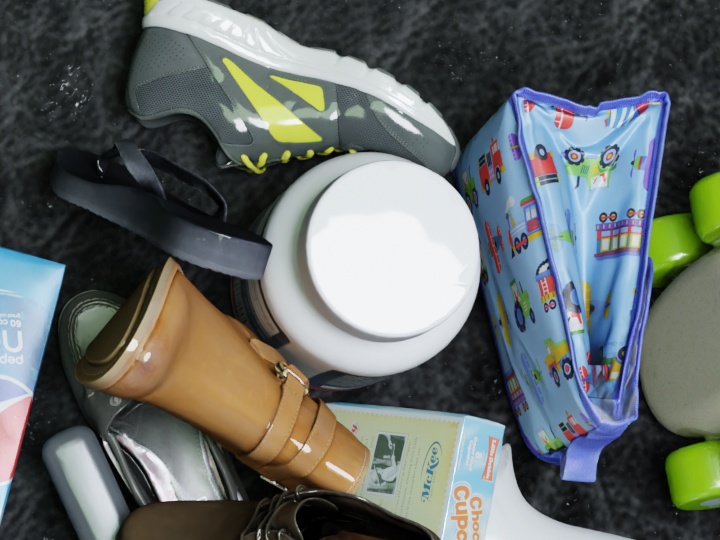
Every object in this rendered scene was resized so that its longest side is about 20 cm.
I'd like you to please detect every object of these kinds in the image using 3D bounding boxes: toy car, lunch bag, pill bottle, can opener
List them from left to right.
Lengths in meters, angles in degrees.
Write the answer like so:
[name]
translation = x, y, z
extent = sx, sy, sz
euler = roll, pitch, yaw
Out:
[can opener]
translation = -0.134, 0.184, 1.383
extent = 0.066, 0.053, 0.201
euler = -20, 87, -11
[pill bottle]
translation = 0.000, 0.000, 1.353
extent = 0.119, 0.200, 0.120
euler = 1, 84, -11
[lunch bag]
translation = 0.112, 0.016, 1.389
extent = 0.093, 0.151, 0.201
euler = 0, 78, -10
[toy car]
translation = 0.272, 0.038, 1.435
extent = 0.199, 0.158, 0.165
euler = -2, 74, -22

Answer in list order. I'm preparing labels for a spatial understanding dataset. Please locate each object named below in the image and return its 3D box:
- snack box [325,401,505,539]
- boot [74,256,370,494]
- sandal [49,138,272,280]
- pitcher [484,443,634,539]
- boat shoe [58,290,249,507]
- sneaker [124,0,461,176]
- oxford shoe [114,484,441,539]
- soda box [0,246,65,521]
[snack box]
translation = 0.011, 0.176, 1.380
extent = 0.037, 0.116, 0.201
euler = 18, 80, -41
[boot]
translation = -0.063, 0.067, 1.305
extent = 0.155, 0.200, 0.074
euler = 41, 98, -2
[sandal]
translation = -0.102, -0.039, 1.351
extent = 0.076, 0.200, 0.043
euler = 14, 97, -35
[pitcher]
translation = 0.116, 0.220, 1.403
extent = 0.199, 0.121, 0.172
euler = 33, 96, 6
[boat shoe]
translation = -0.105, 0.098, 1.396
extent = 0.067, 0.057, 0.201
euler = -27, 89, -12
[sneaker]
translation = -0.041, -0.087, 1.428
extent = 0.199, 0.074, 0.085
euler = 23, 86, 2
[oxford shoe]
translation = -0.040, 0.140, 1.310
extent = 0.199, 0.085, 0.073
euler = 4, 49, 20
[soda box]
translation = -0.216, 0.088, 1.371
extent = 0.064, 0.068, 0.201
euler = 14, 81, -8
